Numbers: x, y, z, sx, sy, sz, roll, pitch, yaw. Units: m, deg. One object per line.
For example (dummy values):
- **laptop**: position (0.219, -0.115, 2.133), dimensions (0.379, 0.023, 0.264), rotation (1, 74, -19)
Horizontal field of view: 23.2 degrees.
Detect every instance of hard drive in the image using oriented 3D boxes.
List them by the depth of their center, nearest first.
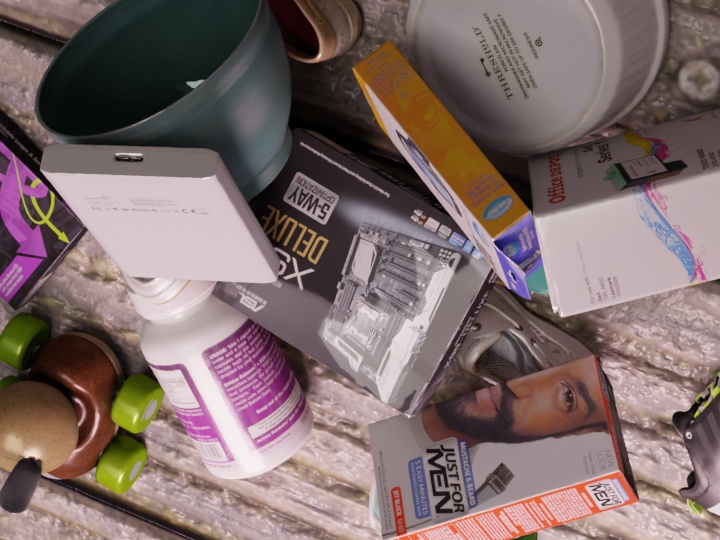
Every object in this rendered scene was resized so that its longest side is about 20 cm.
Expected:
- **hard drive**: position (-0.147, -0.040, 1.331), dimensions (0.132, 0.026, 0.200), rotation (3, 159, 12)

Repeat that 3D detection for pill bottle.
- **pill bottle**: position (-0.129, 0.079, 1.574), dimensions (0.112, 0.112, 0.200), rotation (-11, 117, 30)

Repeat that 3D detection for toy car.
- **toy car**: position (-0.313, 0.160, 1.665), dimensions (0.164, 0.200, 0.158), rotation (26, 123, 13)

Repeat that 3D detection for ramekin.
- **ramekin**: position (0.127, -0.181, 1.337), dimensions (0.202, 0.094, 0.203), rotation (11, 119, 21)

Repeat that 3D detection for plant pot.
- **plant pot**: position (-0.134, -0.126, 1.375), dimensions (0.200, 0.201, 0.134), rotation (-9, 132, 30)

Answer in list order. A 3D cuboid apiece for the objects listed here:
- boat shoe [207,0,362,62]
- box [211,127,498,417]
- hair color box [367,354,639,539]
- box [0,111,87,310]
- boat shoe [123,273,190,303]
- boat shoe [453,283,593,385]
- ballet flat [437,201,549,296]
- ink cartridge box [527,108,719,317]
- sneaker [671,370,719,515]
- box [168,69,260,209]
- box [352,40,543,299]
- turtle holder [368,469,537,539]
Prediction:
- **boat shoe**: position (-0.093, -0.239, 1.432), dimensions (0.200, 0.069, 0.074), rotation (34, 125, 7)
- **box**: position (0.000, 0.000, 1.418), dimensions (0.200, 0.050, 0.158), rotation (32, 101, 15)
- **hair color box**: position (0.112, 0.154, 1.410), dimensions (0.200, 0.111, 0.064), rotation (-19, 143, 14)
- **box**: position (-0.358, -0.077, 1.668), dimensions (0.200, 0.036, 0.143), rotation (45, 125, 1)
- **boat shoe**: position (-0.199, -0.043, 1.506), dimensions (0.071, 0.200, 0.069), rotation (-42, 128, 3)
- **boat shoe**: position (0.105, 0.056, 1.483), dimensions (0.200, 0.069, 0.071), rotation (29, 124, 11)
- **ballet flat**: position (0.111, -0.026, 1.442), dimensions (0.200, 0.065, 0.071), rotation (13, 115, 18)
- **ink cartridge box**: position (0.227, -0.050, 1.286), dimensions (0.200, 0.145, 0.084), rotation (-14, 109, 9)
- **sneaker**: position (0.292, 0.122, 1.423), dimensions (0.083, 0.072, 0.200), rotation (11, 119, 23)
- **box**: position (-0.094, -0.070, 1.500), dimensions (0.100, 0.075, 0.200), rotation (-42, 90, 11)
- **box**: position (0.075, -0.070, 1.313), dimensions (0.041, 0.119, 0.200), rotation (-38, 70, -2)
- **turtle holder**: position (0.080, 0.217, 1.534), dimensions (0.131, 0.141, 0.186), rotation (9, 119, 21)
